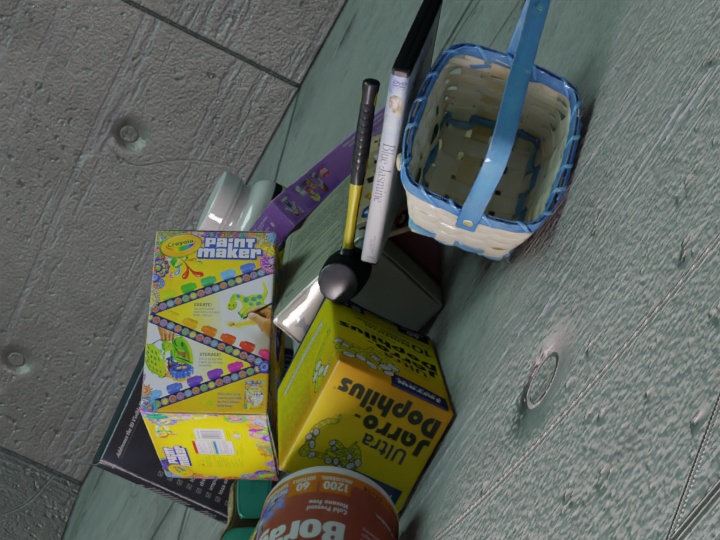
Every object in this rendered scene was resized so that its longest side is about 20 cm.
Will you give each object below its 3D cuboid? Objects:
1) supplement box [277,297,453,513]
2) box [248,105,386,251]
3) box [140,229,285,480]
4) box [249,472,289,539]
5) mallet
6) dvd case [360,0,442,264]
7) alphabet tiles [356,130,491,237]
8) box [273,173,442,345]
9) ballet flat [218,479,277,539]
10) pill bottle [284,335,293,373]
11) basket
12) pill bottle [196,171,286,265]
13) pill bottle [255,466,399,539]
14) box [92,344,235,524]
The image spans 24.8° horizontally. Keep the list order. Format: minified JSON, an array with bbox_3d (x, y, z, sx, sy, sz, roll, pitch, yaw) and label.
[{"bbox_3d":[-0.001,0.112,1.420,0.110,0.109,0.200,-62,11,13],"label":"supplement box"},{"bbox_3d":[-0.038,-0.094,1.797,0.200,0.039,0.137,-42,-1,-29],"label":"box"},{"bbox_3d":[-0.141,0.088,1.641,0.200,0.122,0.193,88,-176,-65],"label":"box"},{"bbox_3d":[-0.093,0.273,1.590,0.200,0.038,0.137,-63,0,-26],"label":"box"},{"bbox_3d":[-0.006,-0.067,1.442,0.066,0.041,0.200,-61,-20,-63],"label":"mallet"},{"bbox_3d":[0.036,-0.123,1.420,0.143,0.018,0.200,-67,-11,-51],"label":"dvd case"},{"bbox_3d":[0.077,-0.100,1.540,0.167,0.008,0.200,-17,31,18],"label":"alphabet tiles"},{"bbox_3d":[0.000,0.000,1.619,0.128,0.109,0.200,-44,17,19],"label":"box"},{"bbox_3d":[-0.115,0.291,1.745,0.200,0.070,0.065,-79,-10,-63],"label":"ballet flat"},{"bbox_3d":[-0.130,0.124,1.851,0.111,0.111,0.200,151,119,-73],"label":"pill bottle"},{"bbox_3d":[0.107,-0.108,1.324,0.200,0.139,0.176,116,174,-59],"label":"basket"},{"bbox_3d":[-0.093,-0.041,1.998,0.112,0.200,0.112,-60,11,21],"label":"pill bottle"},{"bbox_3d":[-0.033,0.251,1.238,0.112,0.112,0.200,-58,12,32],"label":"pill bottle"},{"bbox_3d":[-0.186,0.179,1.948,0.200,0.197,0.124,-66,10,-13],"label":"box"}]
